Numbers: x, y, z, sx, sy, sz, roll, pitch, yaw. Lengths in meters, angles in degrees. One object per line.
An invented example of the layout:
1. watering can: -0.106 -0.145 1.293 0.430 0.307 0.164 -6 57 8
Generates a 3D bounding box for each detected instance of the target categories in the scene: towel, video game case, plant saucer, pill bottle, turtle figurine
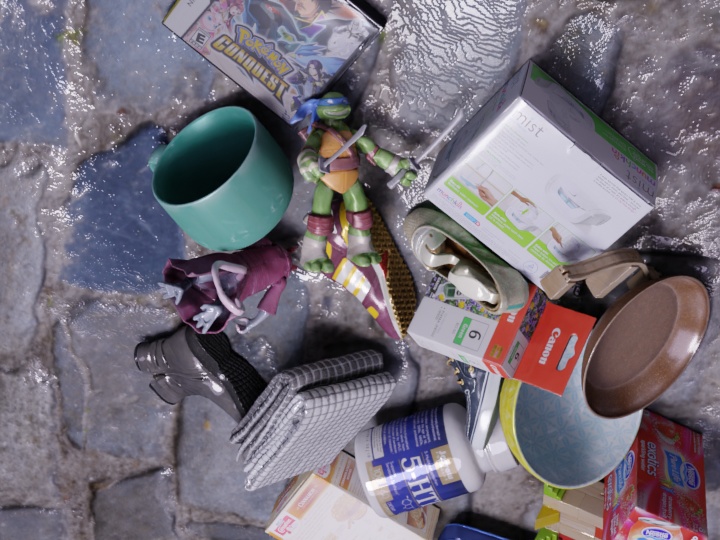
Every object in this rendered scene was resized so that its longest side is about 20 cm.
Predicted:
1. towel: -0.067 0.190 1.762 0.086 0.164 0.200 56 133 22
2. video game case: -0.100 -0.282 1.518 0.199 0.026 0.181 38 126 -12
3. plant saucer: 0.331 0.084 1.594 0.199 0.037 0.202 -21 132 -25
4. pill bottle: 0.103 0.243 1.771 0.198 0.120 0.121 -19 119 12
5. turtle figurine: -0.004 -0.094 1.508 0.198 0.144 0.196 11 110 24

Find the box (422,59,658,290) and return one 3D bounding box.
1. box: 0.204 -0.101 1.517 0.199 0.097 0.177 36 126 -11

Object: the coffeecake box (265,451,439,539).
1. coffeecake box: -0.012 0.358 1.922 0.199 0.073 0.154 32 127 -8

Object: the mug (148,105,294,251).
1. mug: -0.159 -0.108 1.594 0.151 0.186 0.115 -36 129 6

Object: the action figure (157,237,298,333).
1. action figure: -0.144 -0.004 1.637 0.149 0.199 0.135 -35 81 49

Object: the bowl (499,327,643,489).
1. bowl: 0.244 0.160 1.673 0.201 0.200 0.107 55 163 -24

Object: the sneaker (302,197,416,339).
1. sneaker: 0.000 0.000 1.669 0.089 0.075 0.202 -10 115 29

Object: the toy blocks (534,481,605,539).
1. toy blocks: 0.313 0.346 1.785 0.135 0.100 0.201 20 143 21

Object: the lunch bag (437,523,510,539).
1. lunch bag: 0.175 0.442 1.896 0.198 0.133 0.136 20 145 1

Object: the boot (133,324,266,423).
1. boot: -0.214 0.161 1.851 0.131 0.070 0.201 -24 105 32

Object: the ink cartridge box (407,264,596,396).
1. ink cartridge box: 0.166 0.064 1.587 0.198 0.110 0.050 19 165 31

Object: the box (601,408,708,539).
1. box: 0.367 0.278 1.676 0.099 0.201 0.096 24 124 -3

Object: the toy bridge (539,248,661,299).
1. toy bridge: 0.290 0.003 1.535 0.067 0.199 0.027 -46 60 34

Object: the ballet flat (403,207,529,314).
1. ballet flat: 0.111 -0.013 1.572 0.199 0.062 0.068 33 126 32

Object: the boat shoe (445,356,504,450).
1. boat shoe: 0.138 0.119 1.684 0.090 0.071 0.203 12 97 15
